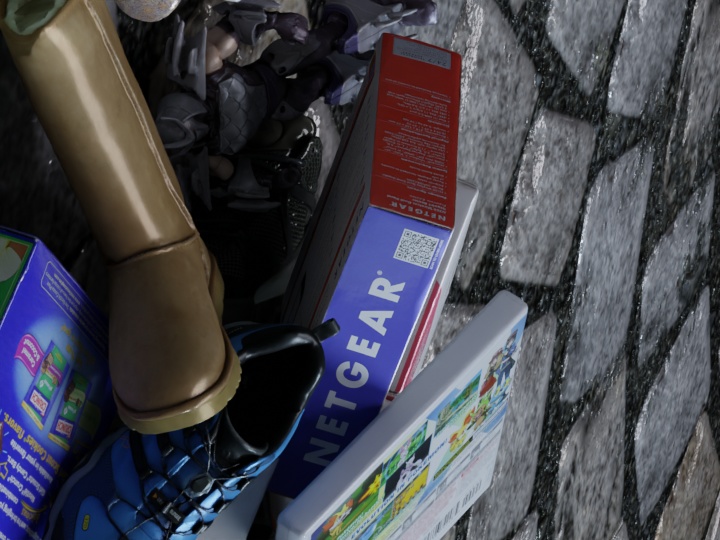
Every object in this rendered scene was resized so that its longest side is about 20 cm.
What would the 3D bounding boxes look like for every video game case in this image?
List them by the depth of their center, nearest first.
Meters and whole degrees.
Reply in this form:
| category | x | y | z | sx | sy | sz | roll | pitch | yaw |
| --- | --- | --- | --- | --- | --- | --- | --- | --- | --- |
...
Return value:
| category | x | y | z | sx | sy | sz | roll | pitch | yaw |
| --- | --- | --- | --- | --- | --- | --- | --- | --- | --- |
| video game case | 0.017 | 0.127 | 1.645 | 0.200 | 0.022 | 0.183 | -44 | 158 | -31 |

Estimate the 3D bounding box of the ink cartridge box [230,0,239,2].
| category | x | y | z | sx | sy | sz | roll | pitch | yaw |
| --- | --- | --- | --- | --- | --- | --- | --- | --- | --- |
| ink cartridge box | -0.121 | -0.218 | 1.319 | 0.084 | 0.199 | 0.146 | -44 | 143 | -53 |

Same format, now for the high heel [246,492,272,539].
| category | x | y | z | sx | sy | sz | roll | pitch | yaw |
| --- | --- | --- | --- | --- | --- | --- | --- | --- | --- |
| high heel | -0.097 | 0.121 | 1.767 | 0.200 | 0.071 | 0.143 | 132 | -41 | -54 |

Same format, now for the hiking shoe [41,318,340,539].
| category | x | y | z | sx | sy | sz | roll | pitch | yaw |
| --- | --- | --- | --- | --- | --- | --- | --- | --- | --- |
| hiking shoe | -0.092 | 0.098 | 1.506 | 0.200 | 0.074 | 0.087 | -56 | -165 | -25 |

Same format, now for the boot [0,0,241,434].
| category | x | y | z | sx | sy | sz | roll | pitch | yaw |
| --- | --- | --- | --- | --- | --- | --- | --- | --- | --- |
| boot | -0.126 | -0.039 | 1.478 | 0.175 | 0.066 | 0.201 | -105 | 174 | -62 |

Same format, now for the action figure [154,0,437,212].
| category | x | y | z | sx | sy | sz | roll | pitch | yaw |
| --- | --- | --- | --- | --- | --- | --- | --- | --- | --- |
| action figure | -0.047 | -0.106 | 1.674 | 0.200 | 0.069 | 0.131 | -30 | 141 | -43 |

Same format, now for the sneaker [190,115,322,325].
| category | x | y | z | sx | sy | sz | roll | pitch | yaw |
| --- | --- | --- | --- | --- | --- | --- | --- | --- | --- |
| sneaker | -0.077 | -0.032 | 1.725 | 0.199 | 0.076 | 0.115 | -31 | 130 | -65 |

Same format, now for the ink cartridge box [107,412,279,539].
| category | x | y | z | sx | sy | sz | roll | pitch | yaw |
| --- | --- | --- | --- | --- | --- | --- | --- | --- | --- |
| ink cartridge box | -0.138 | 0.176 | 1.598 | 0.146 | 0.083 | 0.201 | -22 | -137 | 63 |

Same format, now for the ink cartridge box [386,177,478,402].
| category | x | y | z | sx | sy | sz | roll | pitch | yaw |
| --- | --- | --- | --- | --- | --- | --- | --- | --- | --- |
| ink cartridge box | 0.007 | 0.026 | 1.884 | 0.200 | 0.082 | 0.147 | 101 | 9 | -74 |

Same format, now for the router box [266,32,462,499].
| category | x | y | z | sx | sy | sz | roll | pitch | yaw |
| --- | --- | --- | --- | --- | --- | --- | --- | --- | --- |
| router box | 0.000 | 0.000 | 1.634 | 0.180 | 0.049 | 0.201 | -85 | -166 | -55 |

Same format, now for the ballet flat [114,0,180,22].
| category | x | y | z | sx | sy | sz | roll | pitch | yaw |
| --- | --- | --- | --- | --- | --- | --- | --- | --- | --- |
| ballet flat | -0.128 | -0.221 | 1.474 | 0.067 | 0.068 | 0.201 | -19 | 105 | -59 |

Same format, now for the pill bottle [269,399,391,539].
| category | x | y | z | sx | sy | sz | roll | pitch | yaw |
| --- | --- | --- | --- | --- | --- | --- | --- | --- | --- |
| pill bottle | -0.022 | 0.148 | 1.841 | 0.200 | 0.109 | 0.110 | 131 | -18 | -71 |

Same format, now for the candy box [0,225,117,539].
| category | x | y | z | sx | sy | sz | roll | pitch | yaw |
| --- | --- | --- | --- | --- | --- | --- | --- | --- | --- |
| candy box | -0.202 | 0.095 | 1.489 | 0.169 | 0.077 | 0.201 | 59 | 48 | -63 |
